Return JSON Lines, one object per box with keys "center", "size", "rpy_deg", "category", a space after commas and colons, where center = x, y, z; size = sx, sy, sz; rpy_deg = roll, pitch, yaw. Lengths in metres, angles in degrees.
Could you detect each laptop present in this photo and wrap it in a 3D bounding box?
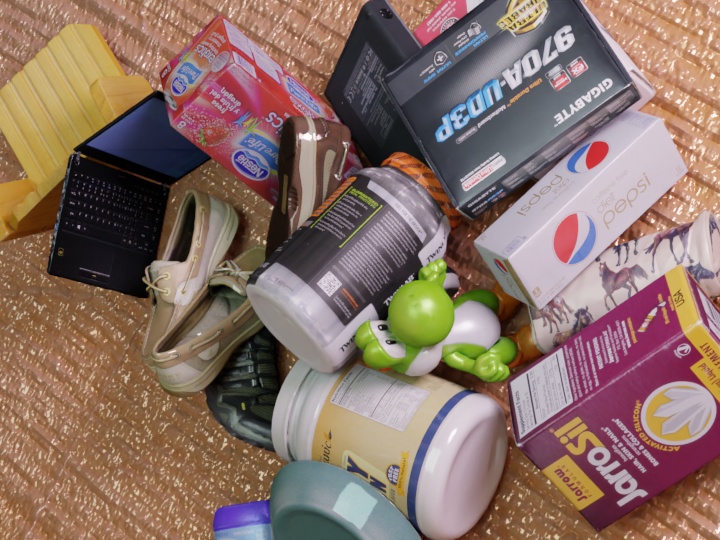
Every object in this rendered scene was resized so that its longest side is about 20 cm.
{"center": [-0.224, -0.075, 1.726], "size": [0.102, 0.177, 0.203], "rpy_deg": [8, 84, 30], "category": "laptop"}

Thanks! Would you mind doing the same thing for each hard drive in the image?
{"center": [0.043, -0.152, 1.631], "size": [0.201, 0.033, 0.140], "rpy_deg": [57, 143, 24], "category": "hard drive"}

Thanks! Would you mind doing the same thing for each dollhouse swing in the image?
{"center": [-0.353, -0.171, 1.829], "size": [0.199, 0.182, 0.176], "rpy_deg": [-39, 85, 18], "category": "dollhouse swing"}

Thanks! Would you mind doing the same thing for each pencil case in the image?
{"center": [0.248, 0.009, 1.501], "size": [0.198, 0.078, 0.090], "rpy_deg": [-20, 36, 23], "category": "pencil case"}

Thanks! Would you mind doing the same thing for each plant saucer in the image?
{"center": [-0.017, 0.273, 1.556], "size": [0.198, 0.036, 0.202], "rpy_deg": [25, 137, 26], "category": "plant saucer"}

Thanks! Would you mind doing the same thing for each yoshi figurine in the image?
{"center": [0.090, 0.048, 1.506], "size": [0.112, 0.198, 0.114], "rpy_deg": [21, 111, 48], "category": "yoshi figurine"}

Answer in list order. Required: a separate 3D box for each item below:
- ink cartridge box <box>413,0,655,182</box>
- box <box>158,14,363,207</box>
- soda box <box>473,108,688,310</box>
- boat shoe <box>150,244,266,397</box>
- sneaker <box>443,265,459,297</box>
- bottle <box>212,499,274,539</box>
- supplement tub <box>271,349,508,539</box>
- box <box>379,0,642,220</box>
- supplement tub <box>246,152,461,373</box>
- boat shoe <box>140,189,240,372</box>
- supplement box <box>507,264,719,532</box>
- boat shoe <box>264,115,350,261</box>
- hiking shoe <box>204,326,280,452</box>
{"center": [0.168, -0.204, 1.582], "size": [0.147, 0.085, 0.201], "rpy_deg": [-42, 65, 16], "category": "ink cartridge box"}
{"center": [-0.100, -0.150, 1.646], "size": [0.095, 0.199, 0.100], "rpy_deg": [-40, 38, 17], "category": "box"}
{"center": [0.203, -0.059, 1.493], "size": [0.200, 0.068, 0.064], "rpy_deg": [-42, 30, -10], "category": "soda box"}
{"center": [-0.145, 0.039, 1.668], "size": [0.073, 0.064, 0.201], "rpy_deg": [18, 54, 33], "category": "boat shoe"}
{"center": [0.000, 0.000, 1.646], "size": [0.198, 0.073, 0.113], "rpy_deg": [-20, 73, 26], "category": "sneaker"}
{"center": [-0.103, 0.338, 1.649], "size": [0.083, 0.065, 0.203], "rpy_deg": [-12, 76, 26], "category": "bottle"}
{"center": [0.027, 0.161, 1.562], "size": [0.198, 0.144, 0.146], "rpy_deg": [19, 91, 30], "category": "supplement tub"}
{"center": [0.137, -0.169, 1.509], "size": [0.199, 0.046, 0.160], "rpy_deg": [-35, 66, 13], "category": "box"}
{"center": [-0.003, -0.011, 1.540], "size": [0.122, 0.123, 0.200], "rpy_deg": [37, 72, 29], "category": "supplement tub"}
{"center": [-0.197, 0.008, 1.729], "size": [0.074, 0.066, 0.202], "rpy_deg": [-7, 57, 50], "category": "boat shoe"}
{"center": [0.247, 0.114, 1.440], "size": [0.199, 0.131, 0.104], "rpy_deg": [-37, 24, 19], "category": "supplement box"}
{"center": [-0.045, -0.051, 1.608], "size": [0.075, 0.074, 0.205], "rpy_deg": [-128, 43, -57], "category": "boat shoe"}
{"center": [-0.117, 0.107, 1.692], "size": [0.200, 0.075, 0.101], "rpy_deg": [42, 105, 29], "category": "hiking shoe"}
